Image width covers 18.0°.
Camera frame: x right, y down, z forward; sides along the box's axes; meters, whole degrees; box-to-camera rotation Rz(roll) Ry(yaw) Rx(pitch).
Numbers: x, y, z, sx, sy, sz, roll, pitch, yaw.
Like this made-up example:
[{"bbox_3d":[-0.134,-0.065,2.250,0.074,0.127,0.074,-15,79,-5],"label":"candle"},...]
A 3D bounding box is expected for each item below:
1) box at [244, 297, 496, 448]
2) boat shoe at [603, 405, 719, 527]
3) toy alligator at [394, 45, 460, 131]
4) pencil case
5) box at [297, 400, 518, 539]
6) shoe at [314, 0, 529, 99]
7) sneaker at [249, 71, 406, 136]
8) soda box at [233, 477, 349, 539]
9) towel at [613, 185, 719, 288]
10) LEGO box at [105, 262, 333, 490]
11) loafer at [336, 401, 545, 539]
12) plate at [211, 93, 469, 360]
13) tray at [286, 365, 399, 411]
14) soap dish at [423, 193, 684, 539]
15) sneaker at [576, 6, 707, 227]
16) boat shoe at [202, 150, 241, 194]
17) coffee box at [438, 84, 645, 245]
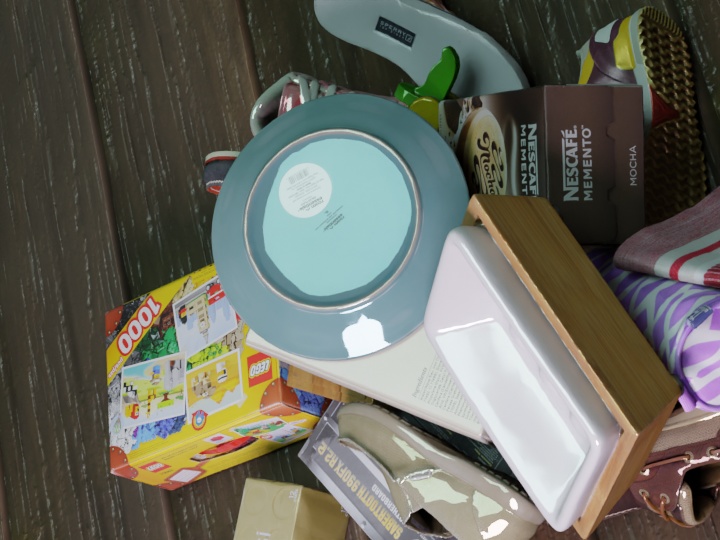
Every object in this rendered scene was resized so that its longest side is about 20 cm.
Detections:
[{"bbox_3d":[0.023,0.057,1.672,0.199,0.068,0.083,22,86,20],"label":"box"},{"bbox_3d":[0.219,0.143,1.579,0.199,0.072,0.072,-27,57,26],"label":"boat shoe"},{"bbox_3d":[0.045,-0.077,1.788,0.054,0.059,0.202,8,103,18],"label":"toy alligator"},{"bbox_3d":[0.205,0.042,1.572,0.086,0.084,0.200,-47,23,-6],"label":"pencil case"},{"bbox_3d":[0.057,0.140,1.743,0.200,0.048,0.159,44,106,43],"label":"box"},{"bbox_3d":[0.063,-0.188,1.841,0.199,0.091,0.072,31,115,15],"label":"shoe"},{"bbox_3d":[-0.007,-0.114,1.855,0.199,0.104,0.076,5,77,42],"label":"sneaker"},{"bbox_3d":[-0.068,0.270,1.802,0.067,0.064,0.202,3,78,43],"label":"soda box"},{"bbox_3d":[0.289,-0.020,1.531,0.199,0.144,0.023,11,120,44],"label":"towel"},{"bbox_3d":[-0.118,0.081,1.906,0.199,0.077,0.150,-24,60,35],"label":"LEGO box"},{"bbox_3d":[0.047,0.155,1.660,0.199,0.075,0.069,26,87,43],"label":"loafer"},{"bbox_3d":[-0.018,-0.035,1.656,0.198,0.026,0.202,-4,77,16],"label":"plate"},{"bbox_3d":[0.000,0.000,1.758,0.098,0.037,0.202,13,95,45],"label":"tray"},{"bbox_3d":[0.128,0.060,1.527,0.201,0.081,0.158,57,158,23],"label":"soap dish"},{"bbox_3d":[0.199,-0.092,1.686,0.090,0.075,0.202,-25,53,45],"label":"sneaker"},{"bbox_3d":[-0.048,-0.052,1.738,0.199,0.071,0.063,11,91,39],"label":"boat shoe"},{"bbox_3d":[0.129,-0.074,1.660,0.200,0.079,0.114,180,89,-70],"label":"coffee box"}]
